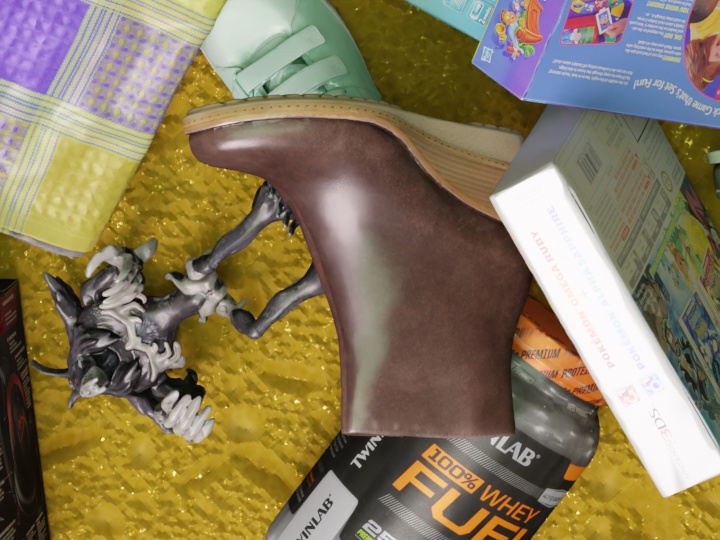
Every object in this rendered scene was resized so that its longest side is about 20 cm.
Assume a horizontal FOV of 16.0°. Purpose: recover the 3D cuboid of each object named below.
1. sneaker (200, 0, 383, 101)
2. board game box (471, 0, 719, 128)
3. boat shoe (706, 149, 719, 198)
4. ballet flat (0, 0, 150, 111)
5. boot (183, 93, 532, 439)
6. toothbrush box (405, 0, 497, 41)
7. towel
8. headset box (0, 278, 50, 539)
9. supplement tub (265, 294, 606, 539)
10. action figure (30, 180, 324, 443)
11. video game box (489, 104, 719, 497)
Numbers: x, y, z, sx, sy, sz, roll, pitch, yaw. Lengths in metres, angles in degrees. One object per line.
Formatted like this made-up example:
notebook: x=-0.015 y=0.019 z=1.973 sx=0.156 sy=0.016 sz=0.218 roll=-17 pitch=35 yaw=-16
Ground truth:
sneaker: x=-0.028 y=-0.094 z=1.396 sx=0.074 sy=0.118 sz=0.201 roll=-39 pitch=94 yaw=9
board game box: x=0.165 y=-0.146 z=1.324 sx=0.045 sy=0.200 sz=0.135 roll=42 pitch=116 yaw=42
boat shoe: x=0.290 y=-0.041 z=1.406 sx=0.201 sy=0.072 sz=0.060 roll=2 pitch=94 yaw=0
ballet flat: x=-0.154 y=-0.136 z=1.434 sx=0.200 sy=0.072 sz=0.072 roll=-37 pitch=95 yaw=9
boot: x=0.000 y=0.000 z=1.305 sx=0.199 sy=0.072 sz=0.167 roll=7 pitch=84 yaw=-23
toothbrush box: x=0.051 y=-0.217 z=1.366 sx=0.200 sy=0.085 sz=0.147 roll=28 pitch=107 yaw=9
towel: x=-0.169 y=-0.105 z=1.393 sx=0.143 sy=0.023 sz=0.200 roll=23 pitch=112 yaw=-23
headset box: x=-0.229 y=0.096 z=1.424 sx=0.075 sy=0.149 sz=0.201 roll=-5 pitch=99 yaw=5
supplement tub: x=0.049 y=0.109 z=1.420 sx=0.122 sy=0.123 sz=0.200 roll=36 pitch=100 yaw=-2
action figure: x=-0.106 y=0.028 z=1.422 sx=0.200 sy=0.102 sz=0.119 roll=-33 pitch=100 yaw=19
video game box: x=0.148 y=-0.003 z=1.351 sx=0.047 sy=0.200 sz=0.182 roll=-29 pitch=100 yaw=23
